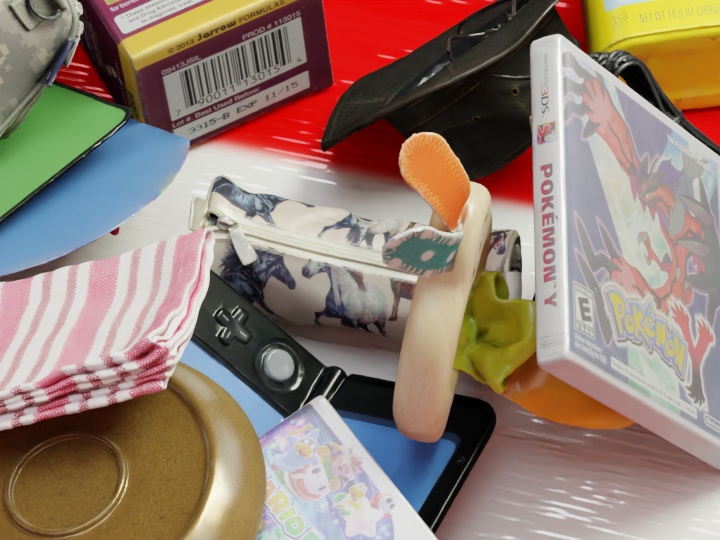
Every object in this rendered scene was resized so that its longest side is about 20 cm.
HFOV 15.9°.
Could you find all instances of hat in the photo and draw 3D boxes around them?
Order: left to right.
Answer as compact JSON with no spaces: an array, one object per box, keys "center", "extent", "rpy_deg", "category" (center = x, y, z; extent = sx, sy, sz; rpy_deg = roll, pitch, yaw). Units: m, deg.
[{"center":[0.075,-0.105,1.529],"extent":[0.200,0.081,0.201],"rpy_deg":[-33,13,9],"category":"hat"}]

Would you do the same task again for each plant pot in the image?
[{"center":[-0.148,0.115,1.322],"extent":[0.200,0.028,0.200],"rpy_deg":[-7,49,8],"category":"plant pot"}]

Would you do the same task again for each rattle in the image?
[{"center":[0.082,0.017,1.306],"extent":[0.143,0.200,0.130],"rpy_deg":[28,55,14],"category":"rattle"}]

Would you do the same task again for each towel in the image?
[{"center":[-0.179,0.035,1.365],"extent":[0.200,0.030,0.146],"rpy_deg":[-14,25,13],"category":"towel"}]

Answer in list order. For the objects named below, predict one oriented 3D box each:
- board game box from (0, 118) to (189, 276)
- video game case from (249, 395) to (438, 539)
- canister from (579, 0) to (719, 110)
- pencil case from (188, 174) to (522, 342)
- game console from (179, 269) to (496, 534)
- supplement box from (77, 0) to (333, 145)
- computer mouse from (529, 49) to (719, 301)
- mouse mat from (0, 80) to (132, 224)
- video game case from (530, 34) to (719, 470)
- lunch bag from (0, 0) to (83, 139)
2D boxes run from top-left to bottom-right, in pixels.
[{"center":[-0.188,-0.036,1.522],"extent":[0.158,0.039,0.200],"rpy_deg":[-35,34,-27],"category":"board game box"},{"center":[-0.058,0.173,1.306],"extent":[0.200,0.018,0.143],"rpy_deg":[-34,69,-14],"category":"video game case"},{"center":[0.200,-0.200,1.589],"extent":[0.148,0.087,0.200],"rpy_deg":[-6,55,2],"category":"canister"},{"center":[0.000,0.000,1.462],"extent":[0.200,0.089,0.078],"rpy_deg":[11,89,13],"category":"pencil case"},{"center":[-0.058,0.106,1.369],"extent":[0.176,0.116,0.200],"rpy_deg":[41,59,-14],"category":"game console"},{"center":[-0.120,-0.185,1.603],"extent":[0.131,0.103,0.200],"rpy_deg":[-24,55,-12],"category":"supplement box"},{"center":[0.139,-0.032,1.447],"extent":[0.046,0.140,0.200],"rpy_deg":[-15,34,56],"category":"computer mouse"},{"center":[-0.242,-0.067,1.540],"extent":[0.161,0.008,0.200],"rpy_deg":[-40,35,-21],"category":"mouse mat"},{"center":[0.151,-0.006,1.370],"extent":[0.023,0.200,0.183],"rpy_deg":[-15,62,32],"category":"video game case"},{"center":[-0.266,-0.145,1.530],"extent":[0.168,0.139,0.200],"rpy_deg":[-38,31,-7],"category":"lunch bag"}]
